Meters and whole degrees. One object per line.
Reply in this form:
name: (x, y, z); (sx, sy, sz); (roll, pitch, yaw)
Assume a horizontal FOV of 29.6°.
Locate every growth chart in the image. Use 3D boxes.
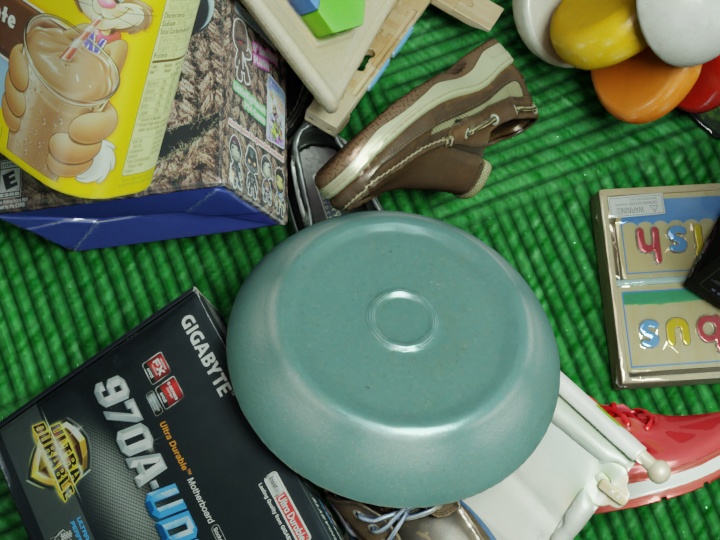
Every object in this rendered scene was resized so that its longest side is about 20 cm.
growth chart: (0.068, 0.136, 0.818); (0.200, 0.018, 0.145); (-47, 68, 13)

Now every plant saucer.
plant saucer: (0.022, 0.037, 0.781); (0.197, 0.036, 0.202); (4, 54, -6)

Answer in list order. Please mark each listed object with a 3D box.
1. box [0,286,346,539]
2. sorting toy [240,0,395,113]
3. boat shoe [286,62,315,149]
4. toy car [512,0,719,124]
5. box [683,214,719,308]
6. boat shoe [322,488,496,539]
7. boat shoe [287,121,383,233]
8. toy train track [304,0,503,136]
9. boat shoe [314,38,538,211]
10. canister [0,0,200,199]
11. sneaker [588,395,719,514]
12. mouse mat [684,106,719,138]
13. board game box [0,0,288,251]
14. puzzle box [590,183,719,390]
box: (-0.112, 0.134, 0.791); (0.158, 0.046, 0.201); (-34, 58, 2)
sorting toy: (-0.031, -0.227, 0.835); (0.186, 0.036, 0.202); (50, 46, -31)
boat shoe: (-0.051, -0.181, 0.917); (0.073, 0.060, 0.203); (12, 76, -3)
toy car: (0.215, -0.186, 0.901); (0.150, 0.174, 0.201); (45, 74, -29)
box: (0.304, -0.041, 0.816); (0.123, 0.200, 0.150); (32, 76, 4)
boat shoe: (0.014, 0.133, 0.785); (0.072, 0.073, 0.200); (-41, 68, -7)
boat shoe: (0.003, -0.001, 0.874); (0.073, 0.068, 0.202); (-15, 78, -8)
toy train track: (0.021, -0.160, 0.917); (0.114, 0.033, 0.201); (30, 60, 6)
boat shoe: (0.054, -0.081, 0.863); (0.075, 0.075, 0.202); (52, 49, -1)
canister: (-0.147, -0.158, 0.720); (0.148, 0.086, 0.202); (34, 119, 27)
sneaker: (0.142, 0.089, 0.852); (0.197, 0.078, 0.117); (-14, 90, -9)
mouse mat: (0.232, -0.210, 0.978); (0.200, 0.008, 0.161); (41, 76, 4)
board game box: (-0.135, -0.127, 0.850); (0.157, 0.097, 0.203); (-7, 75, 18)
puzzle box: (0.259, 0.007, 0.917); (0.197, 0.025, 0.135); (-4, 77, -6)
